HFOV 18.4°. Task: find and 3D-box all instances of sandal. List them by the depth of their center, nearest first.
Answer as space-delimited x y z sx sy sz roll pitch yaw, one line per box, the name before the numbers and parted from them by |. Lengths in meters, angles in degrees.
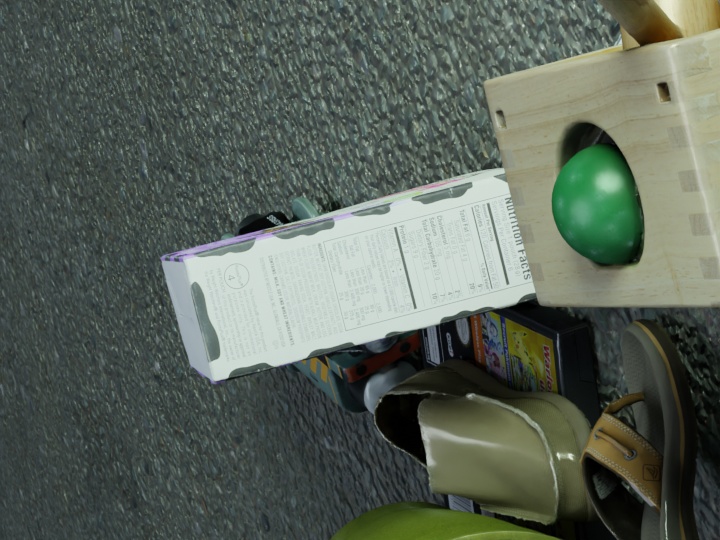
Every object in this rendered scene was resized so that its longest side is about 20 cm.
sandal | 0.139 0.112 1.124 0.082 0.055 0.200 95 177 -62

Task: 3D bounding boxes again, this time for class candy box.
candy box | 0.000 0.000 1.219 0.168 0.200 0.072 -179 74 -81

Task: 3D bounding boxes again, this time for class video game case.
video game case | 0.094 0.107 1.345 0.181 0.025 0.200 26 128 61

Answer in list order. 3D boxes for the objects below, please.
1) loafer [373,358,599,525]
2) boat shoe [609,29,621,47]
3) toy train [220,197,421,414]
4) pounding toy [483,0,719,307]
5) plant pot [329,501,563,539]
loafer | 0.072 0.104 1.272 0.200 0.067 0.076 18 121 64
boat shoe | 0.130 -0.075 1.078 0.057 0.069 0.200 60 156 31
toy train | -0.023 0.028 1.503 0.200 0.085 0.114 35 149 54
pounding toy | 0.142 -0.067 0.877 0.184 0.200 0.142 -2 103 67
plant pot | 0.049 0.220 1.276 0.193 0.200 0.200 -145 42 -74
